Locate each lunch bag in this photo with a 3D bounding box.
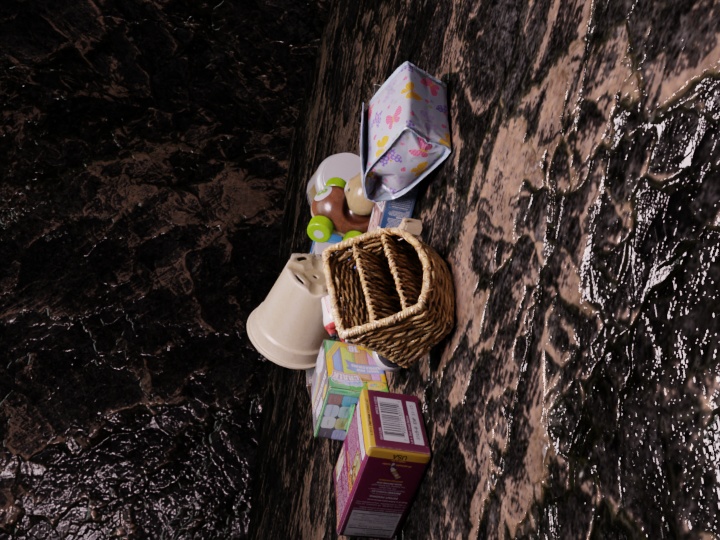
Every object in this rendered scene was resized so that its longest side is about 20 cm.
[{"bbox_3d":[0.061,-0.239,1.299,0.200,0.126,0.171,-40,38,47],"label":"lunch bag"}]

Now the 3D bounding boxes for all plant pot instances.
[{"bbox_3d":[-0.123,0.076,1.553,0.201,0.198,0.185,-97,28,-52],"label":"plant pot"}]

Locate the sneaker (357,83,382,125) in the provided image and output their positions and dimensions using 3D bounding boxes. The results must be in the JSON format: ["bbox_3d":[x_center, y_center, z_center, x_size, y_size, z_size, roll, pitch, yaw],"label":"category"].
[{"bbox_3d":[0.037,-0.315,1.558,0.200,0.103,0.061,136,144,-57],"label":"sneaker"}]

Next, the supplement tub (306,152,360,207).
[{"bbox_3d":[-0.054,-0.213,1.832,0.200,0.143,0.146,156,122,-75],"label":"supplement tub"}]

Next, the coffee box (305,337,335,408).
[{"bbox_3d":[-0.081,0.241,1.680,0.201,0.079,0.115,-103,-1,-60],"label":"coffee box"}]

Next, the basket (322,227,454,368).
[{"bbox_3d":[0.045,0.020,1.107,0.143,0.148,0.201,-44,36,26],"label":"basket"}]

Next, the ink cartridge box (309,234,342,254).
[{"bbox_3d":[-0.101,0.013,2.012,0.201,0.083,0.146,-96,20,-50],"label":"ink cartridge box"}]

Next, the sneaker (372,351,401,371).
[{"bbox_3d":[0.060,0.067,1.275,0.114,0.075,0.202,119,152,-54],"label":"sneaker"}]

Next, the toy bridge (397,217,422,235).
[{"bbox_3d":[0.056,-0.024,1.368,0.027,0.066,0.201,-93,17,-45],"label":"toy bridge"}]

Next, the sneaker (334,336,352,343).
[{"bbox_3d":[-0.024,0.167,1.618,0.116,0.075,0.202,103,178,-57],"label":"sneaker"}]

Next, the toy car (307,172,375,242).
[{"bbox_3d":[-0.010,-0.163,1.512,0.201,0.156,0.165,116,175,-46],"label":"toy car"}]

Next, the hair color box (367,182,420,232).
[{"bbox_3d":[0.057,-0.097,1.434,0.100,0.060,0.202,-111,32,-67],"label":"hair color box"}]

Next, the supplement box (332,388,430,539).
[{"bbox_3d":[0.029,0.311,1.154,0.131,0.102,0.202,-100,24,-56],"label":"supplement box"}]

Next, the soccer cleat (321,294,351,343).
[{"bbox_3d":[-0.033,0.100,1.476,0.200,0.068,0.086,36,-147,-71],"label":"soccer cleat"}]

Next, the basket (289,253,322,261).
[{"bbox_3d":[-0.099,0.047,1.780,0.200,0.122,0.137,40,121,58],"label":"basket"}]

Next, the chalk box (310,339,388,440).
[{"bbox_3d":[-0.021,0.247,1.391,0.201,0.122,0.126,-103,27,-58],"label":"chalk box"}]
